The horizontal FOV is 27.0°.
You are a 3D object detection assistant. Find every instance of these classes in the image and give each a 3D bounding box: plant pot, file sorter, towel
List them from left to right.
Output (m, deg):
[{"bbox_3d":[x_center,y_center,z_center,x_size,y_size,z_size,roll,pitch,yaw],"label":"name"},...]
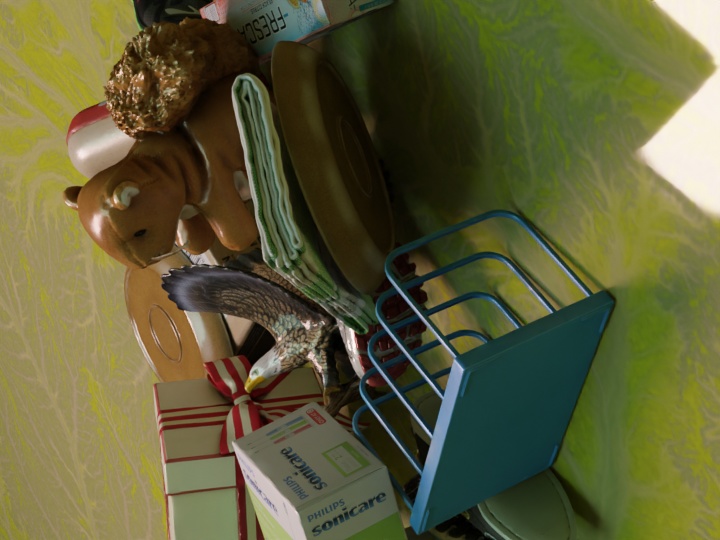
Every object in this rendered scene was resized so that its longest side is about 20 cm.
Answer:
[{"bbox_3d":[-0.193,0.062,1.544,0.200,0.027,0.202,38,142,38],"label":"plant pot"},{"bbox_3d":[-0.035,-0.046,1.109,0.200,0.030,0.151,40,-145,-65],"label":"towel"},{"bbox_3d":[-0.014,-0.082,1.137,0.200,0.027,0.202,-20,-89,-77],"label":"plant pot"},{"bbox_3d":[0.081,0.074,1.143,0.123,0.138,0.201,50,147,31],"label":"file sorter"}]

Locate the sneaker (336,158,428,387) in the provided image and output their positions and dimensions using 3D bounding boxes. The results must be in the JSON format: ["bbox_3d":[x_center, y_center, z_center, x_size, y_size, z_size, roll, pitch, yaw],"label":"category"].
[{"bbox_3d":[0.000,0.000,1.258,0.082,0.077,0.203,-36,59,54],"label":"sneaker"}]

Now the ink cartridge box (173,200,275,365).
[{"bbox_3d":[-0.153,-0.010,1.529,0.201,0.075,0.165,57,149,14],"label":"ink cartridge box"}]

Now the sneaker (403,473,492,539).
[{"bbox_3d":[0.106,0.245,1.288,0.200,0.078,0.091,42,149,39],"label":"sneaker"}]

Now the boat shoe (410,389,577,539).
[{"bbox_3d":[0.110,0.181,1.244,0.201,0.071,0.061,48,151,42],"label":"boat shoe"}]

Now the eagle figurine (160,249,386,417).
[{"bbox_3d":[-0.065,0.043,1.343,0.200,0.150,0.152,50,158,13],"label":"eagle figurine"}]

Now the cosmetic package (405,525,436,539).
[{"bbox_3d":[0.083,0.329,1.352,0.200,0.103,0.088,39,130,37],"label":"cosmetic package"}]

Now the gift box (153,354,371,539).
[{"bbox_3d":[-0.094,0.189,1.414,0.185,0.197,0.189,-128,32,-63],"label":"gift box"}]

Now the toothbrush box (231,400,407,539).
[{"bbox_3d":[-0.019,0.233,1.236,0.145,0.085,0.202,33,144,61],"label":"toothbrush box"}]

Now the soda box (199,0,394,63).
[{"bbox_3d":[-0.056,-0.216,1.225,0.199,0.068,0.064,-8,104,60],"label":"soda box"}]

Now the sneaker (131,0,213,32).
[{"bbox_3d":[-0.174,-0.264,1.362,0.200,0.076,0.084,52,144,39],"label":"sneaker"}]

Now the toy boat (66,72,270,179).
[{"bbox_3d":[-0.174,-0.155,1.390,0.198,0.130,0.132,-16,63,31],"label":"toy boat"}]

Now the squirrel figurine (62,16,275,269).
[{"bbox_3d":[-0.154,-0.102,1.210,0.141,0.186,0.202,12,123,51],"label":"squirrel figurine"}]
